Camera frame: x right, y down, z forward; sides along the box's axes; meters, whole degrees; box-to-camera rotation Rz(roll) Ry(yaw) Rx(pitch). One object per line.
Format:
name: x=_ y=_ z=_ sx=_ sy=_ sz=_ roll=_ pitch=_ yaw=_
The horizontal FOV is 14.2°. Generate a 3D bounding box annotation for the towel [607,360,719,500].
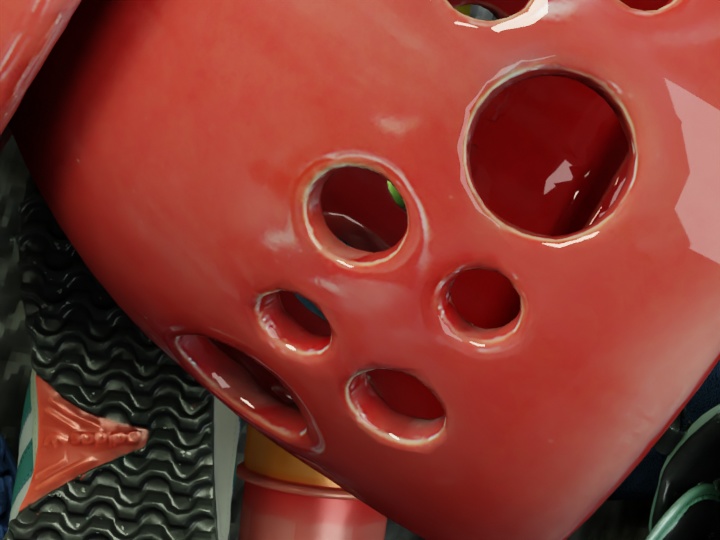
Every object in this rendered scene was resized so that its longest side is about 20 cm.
towel: x=0.078 y=0.017 z=0.893 sx=0.199 sy=0.048 sz=0.112 roll=2 pitch=100 yaw=-32

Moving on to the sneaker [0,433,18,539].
sneaker: x=-0.157 y=0.045 z=0.747 sx=0.200 sy=0.078 sz=0.070 roll=54 pitch=36 yaw=-48

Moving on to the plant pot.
plant pot: x=0.008 y=-0.061 z=0.667 sx=0.182 sy=0.200 sz=0.201 roll=33 pitch=82 yaw=-6

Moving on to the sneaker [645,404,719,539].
sneaker: x=0.117 y=0.109 z=0.897 sx=0.118 sy=0.074 sz=0.201 roll=-8 pitch=128 yaw=-35

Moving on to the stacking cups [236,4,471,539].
stacking cups: x=0.000 y=0.000 z=0.801 sx=0.060 sy=0.060 sz=0.201 roll=0 pitch=98 yaw=-32

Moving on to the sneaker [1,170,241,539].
sneaker: x=-0.060 y=0.062 z=0.782 sx=0.070 sy=0.093 sz=0.201 roll=4 pitch=83 yaw=11
